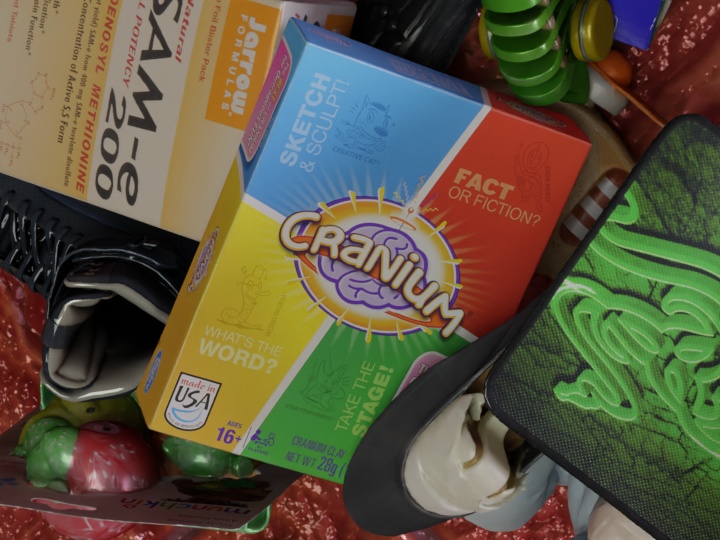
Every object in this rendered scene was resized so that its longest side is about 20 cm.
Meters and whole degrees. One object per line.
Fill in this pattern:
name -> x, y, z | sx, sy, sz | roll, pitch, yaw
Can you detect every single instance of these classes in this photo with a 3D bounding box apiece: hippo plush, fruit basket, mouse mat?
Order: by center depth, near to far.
mouse mat -> 0.170, 0.049, 0.981 | 0.199, 0.008, 0.161 | 37, 87, -14
hippo plush -> 0.126, 0.089, 1.087 | 0.161, 0.199, 0.160 | 47, 154, 23
fruit basket -> -0.120, 0.094, 1.148 | 0.183, 0.200, 0.095 | 4, 95, 15

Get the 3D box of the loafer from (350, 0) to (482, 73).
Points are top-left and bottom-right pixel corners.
loafer -> 0.007, -0.079, 1.130 | 0.070, 0.068, 0.201 | 24, 113, -29

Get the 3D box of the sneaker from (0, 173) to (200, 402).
sneaker -> -0.163, -0.003, 1.157 | 0.201, 0.146, 0.078 | 19, 114, 11

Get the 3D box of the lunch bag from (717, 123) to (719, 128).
lunch bag -> 0.246, -0.035, 1.015 | 0.160, 0.077, 0.200 | 33, 125, -9

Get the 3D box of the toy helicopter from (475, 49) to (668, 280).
toy helicopter -> 0.133, -0.050, 1.105 | 0.198, 0.079, 0.134 | 11, 103, 1

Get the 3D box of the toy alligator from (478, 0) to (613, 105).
toy alligator -> 0.071, -0.138, 0.995 | 0.059, 0.054, 0.201 | 5, 139, 26

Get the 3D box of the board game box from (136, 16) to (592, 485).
board game box -> 0.000, 0.000, 1.040 | 0.152, 0.040, 0.201 | 17, 107, -20

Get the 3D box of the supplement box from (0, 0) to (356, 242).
supplement box -> -0.112, -0.097, 1.108 | 0.199, 0.073, 0.127 | 18, 102, 28

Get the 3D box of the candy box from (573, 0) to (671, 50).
candy box -> 0.085, -0.217, 1.002 | 0.168, 0.077, 0.201 | 21, 144, 8

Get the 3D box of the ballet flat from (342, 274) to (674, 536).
ballet flat -> 0.069, 0.063, 1.011 | 0.200, 0.073, 0.073 | -41, 94, 13
